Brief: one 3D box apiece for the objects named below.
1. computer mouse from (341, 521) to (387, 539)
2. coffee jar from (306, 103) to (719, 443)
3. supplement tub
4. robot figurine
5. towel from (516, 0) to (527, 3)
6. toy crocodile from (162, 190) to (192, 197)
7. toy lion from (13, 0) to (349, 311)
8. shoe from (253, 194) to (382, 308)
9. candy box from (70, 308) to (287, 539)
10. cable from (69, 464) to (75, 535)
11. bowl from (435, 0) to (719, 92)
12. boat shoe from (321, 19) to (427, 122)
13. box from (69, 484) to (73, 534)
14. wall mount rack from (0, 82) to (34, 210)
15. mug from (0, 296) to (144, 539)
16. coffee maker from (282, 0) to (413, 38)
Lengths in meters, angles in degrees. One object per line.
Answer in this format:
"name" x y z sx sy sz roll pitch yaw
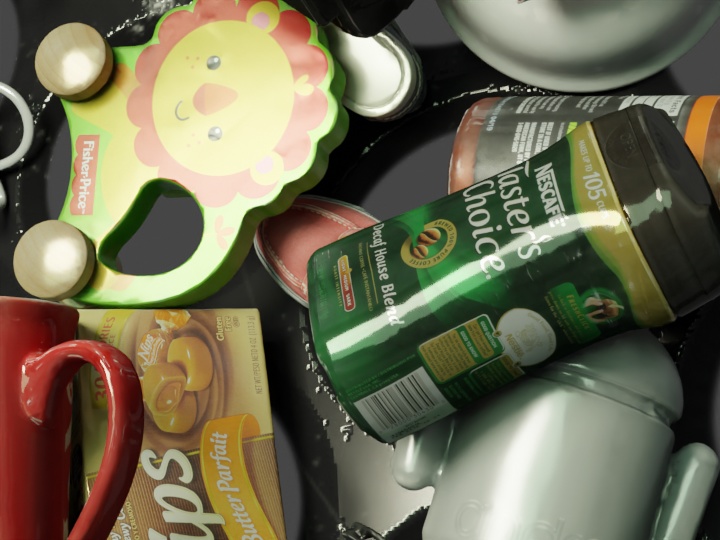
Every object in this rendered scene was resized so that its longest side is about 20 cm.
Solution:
"computer mouse" 0.025 0.239 0.765 0.138 0.053 0.201 42 127 39
"coffee jar" 0.076 0.000 0.722 0.199 0.085 0.105 -25 38 13
"supplement tub" 0.155 -0.043 0.812 0.199 0.107 0.107 3 73 26
"robot figurine" 0.103 0.102 0.779 0.169 0.113 0.201 19 79 -5
"towel" 0.125 -0.258 0.798 0.146 0.030 0.201 -17 86 9
"toy crocodile" -0.090 -0.138 0.985 0.067 0.062 0.201 14 77 28
"toy lion" -0.103 -0.074 0.902 0.191 0.069 0.201 2 79 15
"shoe" 0.000 0.000 0.876 0.200 0.091 0.072 33 87 30
"candy box" -0.109 0.123 0.869 0.115 0.055 0.201 0 66 -19
"cable" -0.181 0.194 0.879 0.097 0.050 0.201 -30 75 0
"bowl" 0.125 -0.208 0.856 0.200 0.090 0.202 0 91 13
"boat shoe" -0.032 -0.169 0.949 0.200 0.062 0.073 46 107 17
"box" -0.196 0.139 0.942 0.117 0.048 0.201 -27 65 14
"wall mount rack" -0.339 -0.102 1.042 0.199 0.075 0.174 -18 102 18
"mug" -0.208 0.119 0.794 0.177 0.133 0.201 -17 72 55
"coffee maker" -0.072 -0.229 0.828 0.200 0.192 0.135 31 105 29
